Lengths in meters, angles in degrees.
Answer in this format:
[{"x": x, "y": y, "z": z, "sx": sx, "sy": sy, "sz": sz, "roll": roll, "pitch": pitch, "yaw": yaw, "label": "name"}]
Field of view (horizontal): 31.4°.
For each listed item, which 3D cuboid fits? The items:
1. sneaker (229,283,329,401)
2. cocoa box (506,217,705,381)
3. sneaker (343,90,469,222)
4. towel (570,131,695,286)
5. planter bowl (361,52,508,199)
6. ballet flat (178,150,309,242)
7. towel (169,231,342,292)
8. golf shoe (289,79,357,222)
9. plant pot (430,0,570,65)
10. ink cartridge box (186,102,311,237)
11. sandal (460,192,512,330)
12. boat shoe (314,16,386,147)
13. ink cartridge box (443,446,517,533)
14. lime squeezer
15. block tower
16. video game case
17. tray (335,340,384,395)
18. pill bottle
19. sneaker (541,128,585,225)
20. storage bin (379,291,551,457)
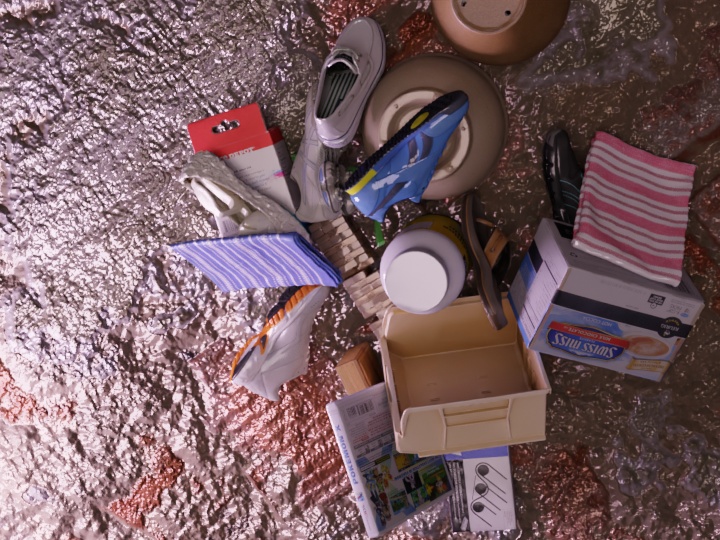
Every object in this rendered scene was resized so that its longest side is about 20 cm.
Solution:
[{"x": -0.097, "y": 0.099, "z": 1.823, "sx": 0.092, "sy": 0.076, "sz": 0.200, "roll": 35, "pitch": 105, "yaw": -19, "label": "sneaker"}, {"x": 0.313, "y": 0.038, "z": 1.655, "sx": 0.200, "sy": 0.133, "sz": 0.131, "roll": 15, "pitch": 118, "yaw": -16, "label": "cocoa box"}, {"x": 0.072, "y": -0.141, "z": 1.601, "sx": 0.078, "sy": 0.066, "sz": 0.200, "roll": 43, "pitch": 109, "yaw": -14, "label": "sneaker"}, {"x": 0.353, "y": -0.083, "z": 1.640, "sx": 0.146, "sy": 0.200, "sz": 0.030, "roll": 19, "pitch": 144, "yaw": -3, "label": "towel"}, {"x": 0.092, "y": -0.183, "z": 1.687, "sx": 0.200, "sy": 0.135, "sz": 0.200, "roll": 2, "pitch": 103, "yaw": 9, "label": "planter bowl"}, {"x": -0.163, "y": -0.079, "z": 1.717, "sx": 0.200, "sy": 0.072, "sz": 0.072, "roll": 38, "pitch": 106, "yaw": 3, "label": "ballet flat"}, {"x": -0.139, "y": -0.009, "z": 1.741, "sx": 0.200, "sy": 0.145, "sz": 0.024, "roll": -4, "pitch": 63, "yaw": 26, "label": "towel"}, {"x": -0.064, "y": -0.159, "z": 1.728, "sx": 0.097, "sy": 0.078, "sz": 0.200, "roll": -20, "pitch": 64, "yaw": 34, "label": "golf shoe"}, {"x": 0.168, "y": -0.344, "z": 1.605, "sx": 0.186, "sy": 0.200, "sz": 0.187, "roll": 2, "pitch": 103, "yaw": 10, "label": "plant pot"}, {"x": -0.153, "y": -0.126, "z": 1.776, "sx": 0.116, "sy": 0.067, "sz": 0.200, "roll": -15, "pitch": 99, "yaw": 13, "label": "ink cartridge box"}, {"x": 0.176, "y": -0.016, "z": 1.700, "sx": 0.055, "sy": 0.082, "sz": 0.200, "roll": -19, "pitch": 55, "yaw": 14, "label": "sandal"}, {"x": -0.013, "y": -0.259, "z": 1.671, "sx": 0.073, "sy": 0.067, "sz": 0.200, "roll": 3, "pitch": 64, "yaw": 16, "label": "boat shoe"}, {"x": 0.166, "y": 0.270, "z": 1.817, "sx": 0.094, "sy": 0.044, "sz": 0.200, "roll": -5, "pitch": 101, "yaw": 9, "label": "ink cartridge box"}, {"x": -0.009, "y": -0.108, "z": 1.760, "sx": 0.071, "sy": 0.038, "sz": 0.200, "roll": -36, "pitch": 61, "yaw": -15, "label": "lime squeezer"}, {"x": 0.000, "y": 0.000, "z": 1.784, "sx": 0.058, "sy": 0.054, "sz": 0.200, "roll": -29, "pitch": 95, "yaw": 14, "label": "block tower"}, {"x": 0.044, "y": 0.243, "z": 1.724, "sx": 0.022, "sy": 0.200, "sz": 0.182, "roll": -20, "pitch": 87, "yaw": 34, "label": "video game case"}, {"x": 0.031, "y": 0.205, "z": 1.799, "sx": 0.037, "sy": 0.099, "sz": 0.200, "roll": -24, "pitch": 97, "yaw": 14, "label": "tray"}, {"x": 0.087, "y": -0.006, "z": 1.691, "sx": 0.112, "sy": 0.200, "sz": 0.112, "roll": 2, "pitch": 103, "yaw": 10, "label": "pill bottle"}, {"x": 0.290, "y": -0.097, "z": 1.710, "sx": 0.079, "sy": 0.075, "sz": 0.200, "roll": -12, "pitch": 108, "yaw": 3, "label": "sneaker"}, {"x": 0.132, "y": 0.134, "z": 1.687, "sx": 0.198, "sy": 0.200, "sz": 0.094, "roll": -7, "pitch": 128, "yaw": -2, "label": "storage bin"}]
